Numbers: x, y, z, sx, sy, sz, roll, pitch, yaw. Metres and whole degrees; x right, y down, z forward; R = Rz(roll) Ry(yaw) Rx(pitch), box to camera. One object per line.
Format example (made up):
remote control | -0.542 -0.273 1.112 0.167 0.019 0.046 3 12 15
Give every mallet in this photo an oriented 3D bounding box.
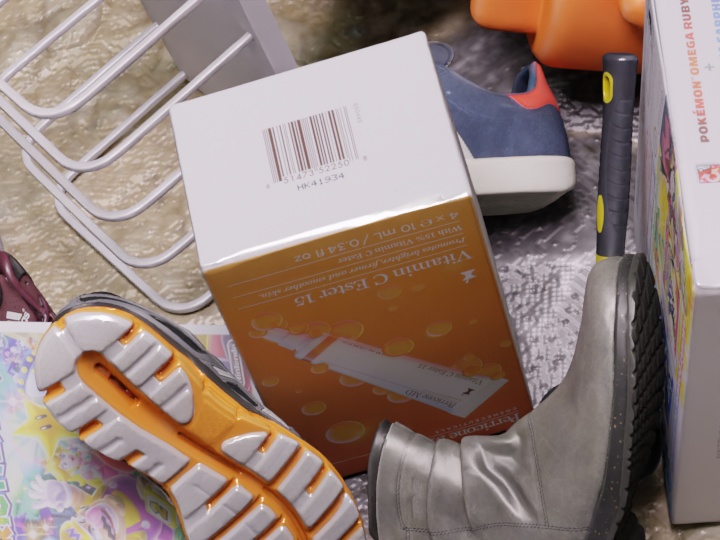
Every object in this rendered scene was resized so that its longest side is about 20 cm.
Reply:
mallet | 0.112 -0.001 1.149 0.041 0.066 0.201 -2 94 -24

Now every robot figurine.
robot figurine | 0.155 -0.156 1.253 0.199 0.144 0.117 2 86 -7

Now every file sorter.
file sorter | -0.115 -0.092 1.247 0.125 0.200 0.139 -43 57 -10

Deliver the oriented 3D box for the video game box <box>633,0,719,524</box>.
video game box | 0.156 -0.011 1.117 0.047 0.200 0.183 -2 56 3

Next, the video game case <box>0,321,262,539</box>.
video game case | -0.131 0.092 1.143 0.200 0.018 0.144 2 66 -29

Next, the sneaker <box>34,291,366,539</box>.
sneaker | -0.068 0.080 1.130 0.078 0.200 0.077 -39 19 6

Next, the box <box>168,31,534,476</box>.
box | 0.000 0.000 1.149 0.124 0.200 0.098 -16 55 4

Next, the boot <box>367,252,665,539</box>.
boot | 0.064 0.084 1.098 0.130 0.201 0.068 9 17 16

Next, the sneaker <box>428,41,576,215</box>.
sneaker | 0.010 -0.071 1.233 0.199 0.075 0.085 -2 79 -23

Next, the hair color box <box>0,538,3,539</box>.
hair color box | -0.127 0.187 1.055 0.101 0.200 0.061 18 63 24

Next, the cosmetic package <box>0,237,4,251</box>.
cosmetic package | -0.296 -0.001 1.301 0.200 0.083 0.051 -22 53 0

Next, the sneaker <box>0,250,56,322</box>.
sneaker | -0.151 0.060 1.200 0.076 0.116 0.200 -44 57 -16
